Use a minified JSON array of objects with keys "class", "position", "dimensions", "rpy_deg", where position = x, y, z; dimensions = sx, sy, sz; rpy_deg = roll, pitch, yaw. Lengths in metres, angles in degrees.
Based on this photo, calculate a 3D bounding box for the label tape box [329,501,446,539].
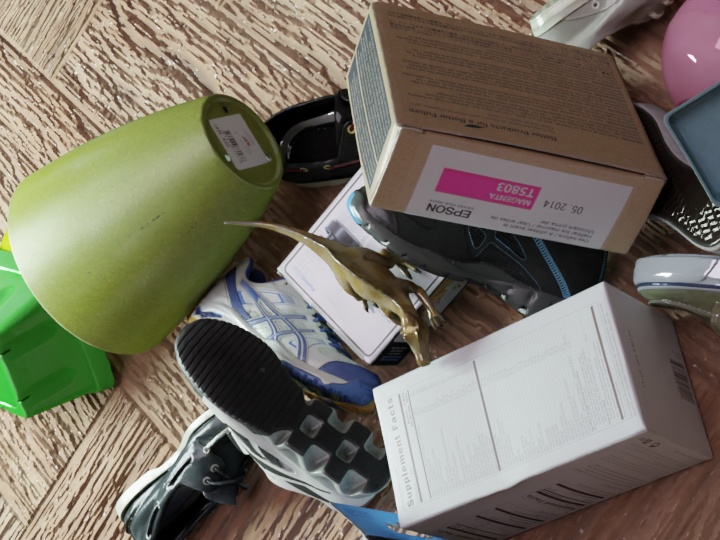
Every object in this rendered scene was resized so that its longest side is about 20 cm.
[{"class":"label tape box","position":[0.070,0.245,1.072],"dimensions":[0.200,0.144,0.064],"rpy_deg":[33,97,41]}]

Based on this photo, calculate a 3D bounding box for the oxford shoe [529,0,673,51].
[{"class":"oxford shoe","position":[0.223,-0.225,1.177],"dimensions":[0.200,0.075,0.058],"rpy_deg":[-34,98,15]}]

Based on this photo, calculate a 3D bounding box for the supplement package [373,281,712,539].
[{"class":"supplement package","position":[0.126,0.108,1.098],"dimensions":[0.199,0.109,0.114],"rpy_deg":[-26,60,28]}]

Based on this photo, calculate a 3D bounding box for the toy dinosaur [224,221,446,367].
[{"class":"toy dinosaur","position":[0.000,0.000,1.152],"dimensions":[0.200,0.101,0.058],"rpy_deg":[36,97,30]}]

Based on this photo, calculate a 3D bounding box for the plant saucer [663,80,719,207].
[{"class":"plant saucer","position":[0.295,-0.122,0.993],"dimensions":[0.199,0.019,0.070],"rpy_deg":[-32,92,3]}]

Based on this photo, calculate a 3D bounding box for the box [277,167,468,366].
[{"class":"box","position":[0.042,-0.035,1.225],"dimensions":[0.117,0.060,0.200],"rpy_deg":[44,103,20]}]

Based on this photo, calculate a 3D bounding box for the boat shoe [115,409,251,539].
[{"class":"boat shoe","position":[-0.128,0.175,1.297],"dimensions":[0.199,0.074,0.066],"rpy_deg":[-40,56,21]}]

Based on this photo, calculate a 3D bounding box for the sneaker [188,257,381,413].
[{"class":"sneaker","position":[-0.053,0.048,1.284],"dimensions":[0.199,0.075,0.088],"rpy_deg":[26,74,32]}]

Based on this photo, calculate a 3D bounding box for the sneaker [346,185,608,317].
[{"class":"sneaker","position":[0.087,-0.027,1.142],"dimensions":[0.073,0.199,0.082],"rpy_deg":[-118,51,-79]}]

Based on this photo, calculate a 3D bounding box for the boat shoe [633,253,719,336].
[{"class":"boat shoe","position":[0.272,0.028,1.039],"dimensions":[0.199,0.072,0.062],"rpy_deg":[8,87,38]}]

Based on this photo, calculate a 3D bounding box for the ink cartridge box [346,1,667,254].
[{"class":"ink cartridge box","position":[0.098,-0.103,1.105],"dimensions":[0.165,0.199,0.075],"rpy_deg":[-98,24,-49]}]

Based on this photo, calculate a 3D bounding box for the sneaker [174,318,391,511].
[{"class":"sneaker","position":[-0.073,0.123,1.220],"dimensions":[0.200,0.074,0.089],"rpy_deg":[41,144,4]}]

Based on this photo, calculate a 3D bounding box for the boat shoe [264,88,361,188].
[{"class":"boat shoe","position":[0.001,-0.117,1.307],"dimensions":[0.201,0.063,0.074],"rpy_deg":[-11,65,33]}]

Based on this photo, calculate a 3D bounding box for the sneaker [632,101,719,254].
[{"class":"sneaker","position":[0.243,-0.059,1.104],"dimensions":[0.200,0.084,0.073],"rpy_deg":[-123,46,-56]}]

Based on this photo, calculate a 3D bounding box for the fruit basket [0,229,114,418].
[{"class":"fruit basket","position":[-0.310,0.025,1.474],"dimensions":[0.214,0.156,0.216],"rpy_deg":[-12,29,7]}]

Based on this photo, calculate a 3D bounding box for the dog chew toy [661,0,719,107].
[{"class":"dog chew toy","position":[0.291,-0.188,1.070],"dimensions":[0.124,0.124,0.201],"rpy_deg":[20,80,40]}]

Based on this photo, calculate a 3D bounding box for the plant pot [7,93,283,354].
[{"class":"plant pot","position":[-0.165,-0.057,1.320],"dimensions":[0.200,0.187,0.188],"rpy_deg":[-34,56,31]}]
